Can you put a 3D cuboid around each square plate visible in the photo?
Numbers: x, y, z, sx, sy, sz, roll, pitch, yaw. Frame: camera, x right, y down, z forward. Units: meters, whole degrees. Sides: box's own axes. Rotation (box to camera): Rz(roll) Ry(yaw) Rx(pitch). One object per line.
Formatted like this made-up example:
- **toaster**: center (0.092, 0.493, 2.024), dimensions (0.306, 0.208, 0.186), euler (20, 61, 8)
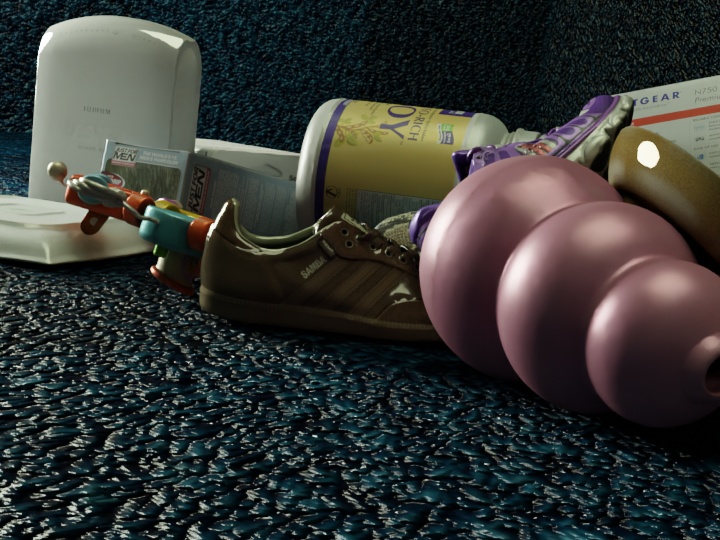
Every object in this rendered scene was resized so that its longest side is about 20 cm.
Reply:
- **square plate**: center (-0.280, -0.038, 0.955), dimensions (0.199, 0.029, 0.198), euler (9, 8, 19)

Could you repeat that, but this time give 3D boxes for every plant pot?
- **plant pot**: center (0.198, 0.007, 0.629), dimensions (0.200, 0.027, 0.200), euler (49, 1, -2)

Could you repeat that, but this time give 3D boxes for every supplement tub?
- **supplement tub**: center (0.055, -0.074, 1.044), dimensions (0.199, 0.146, 0.145), euler (8, 8, 15)

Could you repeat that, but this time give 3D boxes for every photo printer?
- **photo printer**: center (-0.239, -0.145, 1.132), dimensions (0.166, 0.201, 0.069), euler (10, 8, 18)

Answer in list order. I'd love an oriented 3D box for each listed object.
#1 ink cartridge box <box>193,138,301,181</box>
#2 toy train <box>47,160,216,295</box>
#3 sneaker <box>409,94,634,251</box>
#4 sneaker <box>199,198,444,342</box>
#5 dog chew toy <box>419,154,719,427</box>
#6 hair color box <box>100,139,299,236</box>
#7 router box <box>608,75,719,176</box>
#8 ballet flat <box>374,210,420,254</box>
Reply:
- **ink cartridge box**: center (-0.162, -0.096, 1.253), dimensions (0.144, 0.084, 0.200), euler (-1, 10, -40)
- **toy train**: center (-0.159, -0.029, 0.831), dimensions (0.150, 0.056, 0.200), euler (18, 3, -14)
- **sneaker**: center (0.108, -0.066, 0.752), dimensions (0.083, 0.081, 0.200), euler (36, 52, 22)
- **sneaker**: center (0.000, 0.000, 0.731), dimensions (0.199, 0.076, 0.070), euler (5, 8, -7)
- **dog chew toy**: center (0.114, 0.014, 0.588), dimensions (0.124, 0.125, 0.200), euler (2, 17, -27)
- **hair color box**: center (-0.131, -0.066, 1.053), dimensions (0.099, 0.061, 0.200), euler (11, -1, 33)
- **router box**: center (0.263, -0.051, 0.782), dimensions (0.199, 0.180, 0.049), euler (-7, -33, 26)
- **ballet flat**: center (0.108, -0.006, 0.929), dimensions (0.199, 0.068, 0.075), euler (7, 23, -8)
